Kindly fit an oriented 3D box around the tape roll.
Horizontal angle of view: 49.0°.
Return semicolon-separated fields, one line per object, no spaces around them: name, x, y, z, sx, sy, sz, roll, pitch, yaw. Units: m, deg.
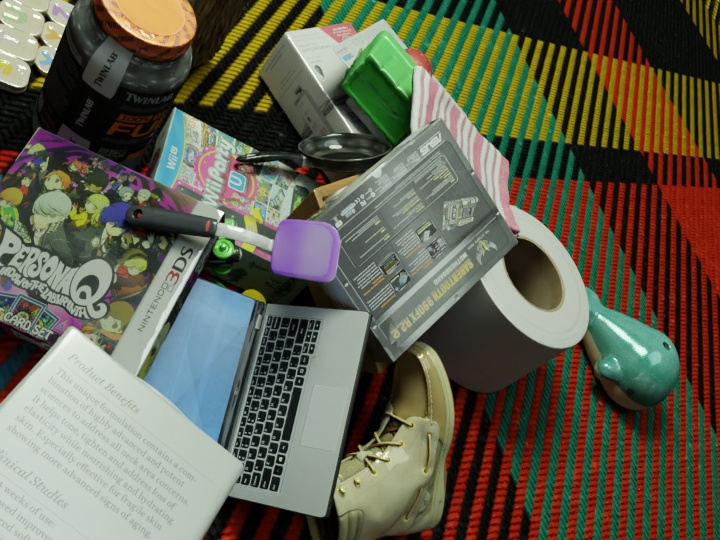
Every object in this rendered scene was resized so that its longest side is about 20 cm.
tape roll;0.178;0.037;1.023;0.199;0.139;0.207;21;51;-27

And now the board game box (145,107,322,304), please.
board game box;-0.145;-0.069;0.888;0.197;0.064;0.150;25;47;-24

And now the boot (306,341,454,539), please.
boot;0.016;0.180;0.791;0.153;0.072;0.205;-6;103;-38

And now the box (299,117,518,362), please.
box;0.048;-0.032;0.804;0.199;0.048;0.160;-41;104;-22

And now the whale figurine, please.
whale figurine;0.394;0.106;1.177;0.201;0.104;0.158;52;43;4

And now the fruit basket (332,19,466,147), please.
fruit basket;0.056;-0.244;1.053;0.186;0.093;0.200;47;27;-6

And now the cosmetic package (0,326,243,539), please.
cosmetic package;-0.221;0.190;0.562;0.167;0.166;0.201;40;47;-9

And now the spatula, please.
spatula;-0.115;-0.033;0.715;0.195;0.021;0.058;12;73;-6

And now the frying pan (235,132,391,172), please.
frying pan;-0.041;-0.130;0.921;0.113;0.032;0.189;18;31;33

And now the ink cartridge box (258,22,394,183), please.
ink cartridge box;-0.023;-0.228;1.083;0.145;0.083;0.202;-26;79;-47

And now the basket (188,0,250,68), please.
basket;-0.220;-0.347;0.920;0.150;0.199;0.142;51;44;0

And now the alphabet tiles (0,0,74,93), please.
alphabet tiles;-0.398;-0.284;0.865;0.192;0.015;0.204;19;51;-29

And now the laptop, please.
laptop;-0.115;0.103;0.716;0.116;0.196;0.191;40;58;-55

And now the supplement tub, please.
supplement tub;-0.245;-0.193;0.790;0.121;0.200;0.125;20;50;-26

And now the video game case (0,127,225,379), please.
video game case;-0.248;-0.014;0.711;0.196;0.036;0.184;24;62;0

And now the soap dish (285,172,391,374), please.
soap dish;0.000;0.000;0.887;0.157;0.080;0.204;-31;103;-64

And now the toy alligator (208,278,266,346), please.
toy alligator;-0.133;0.051;0.815;0.198;0.059;0.055;34;44;-15

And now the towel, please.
towel;0.126;-0.140;0.948;0.199;0.030;0.149;39;38;-35

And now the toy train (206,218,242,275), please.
toy train;-0.215;-0.026;0.773;0.195;0.042;0.057;0;57;-14
